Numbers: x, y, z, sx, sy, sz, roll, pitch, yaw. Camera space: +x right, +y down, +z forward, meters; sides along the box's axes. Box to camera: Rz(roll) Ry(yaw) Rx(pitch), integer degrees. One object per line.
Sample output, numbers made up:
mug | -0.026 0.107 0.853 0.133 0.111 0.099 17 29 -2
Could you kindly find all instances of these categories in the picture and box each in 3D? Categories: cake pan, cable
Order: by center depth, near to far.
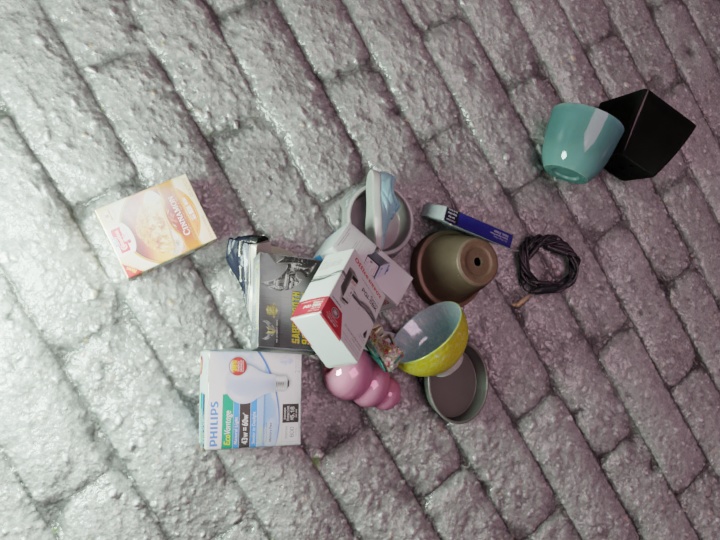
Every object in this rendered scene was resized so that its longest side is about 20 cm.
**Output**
cake pan | 0.233 0.273 1.465 0.198 0.037 0.203 5 80 -33
cable | 0.515 -0.019 1.628 0.198 0.051 0.165 -7 81 -19

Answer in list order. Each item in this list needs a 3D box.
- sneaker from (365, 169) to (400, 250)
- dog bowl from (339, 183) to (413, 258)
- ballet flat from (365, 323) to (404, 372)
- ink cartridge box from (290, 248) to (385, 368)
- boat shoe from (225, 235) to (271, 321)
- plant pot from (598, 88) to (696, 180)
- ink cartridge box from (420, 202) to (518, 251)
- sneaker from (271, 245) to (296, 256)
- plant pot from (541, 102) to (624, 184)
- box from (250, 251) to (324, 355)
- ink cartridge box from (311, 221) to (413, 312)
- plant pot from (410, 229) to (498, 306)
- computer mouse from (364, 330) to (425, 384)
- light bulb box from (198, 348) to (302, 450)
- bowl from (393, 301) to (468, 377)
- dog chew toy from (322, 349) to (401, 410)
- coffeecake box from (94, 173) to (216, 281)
sneaker | 0.058 -0.137 1.391 0.081 0.074 0.203 3 83 -17
dog bowl | 0.041 -0.121 1.453 0.198 0.059 0.203 3 82 -21
ballet flat | 0.037 0.159 1.350 0.064 0.200 0.076 -34 130 -10
ink cartridge box | -0.040 0.075 1.231 0.147 0.082 0.201 56 38 -27
boat shoe | -0.249 0.016 1.327 0.074 0.092 0.203 -18 116 -58
plant pot | 0.783 -0.369 1.700 0.198 0.200 0.179 27 85 -15
ink cartridge box | 0.270 -0.110 1.462 0.198 0.200 0.041 20 96 -18
sneaker | -0.152 0.019 1.360 0.199 0.075 0.085 30 109 1
plant pot | 0.588 -0.333 1.619 0.199 0.200 0.163 23 90 -16
box | -0.147 0.071 1.247 0.157 0.048 0.203 9 69 -28
ink cartridge box | 0.000 0.000 1.372 0.199 0.146 0.086 39 65 -12
plant pot | 0.244 -0.012 1.453 0.198 0.174 0.203 3 81 -21
computer mouse | 0.089 0.194 1.437 0.198 0.044 0.111 21 77 -17
light bulb box | -0.235 0.267 1.262 0.198 0.125 0.201 2 82 -22
bowl | 0.174 0.177 1.357 0.200 0.200 0.108 -44 109 -20
dog chew toy | 0.011 0.255 1.364 0.199 0.124 0.126 34 73 -22
coffeecake box | -0.432 -0.091 1.263 0.199 0.073 0.155 -27 94 -21
